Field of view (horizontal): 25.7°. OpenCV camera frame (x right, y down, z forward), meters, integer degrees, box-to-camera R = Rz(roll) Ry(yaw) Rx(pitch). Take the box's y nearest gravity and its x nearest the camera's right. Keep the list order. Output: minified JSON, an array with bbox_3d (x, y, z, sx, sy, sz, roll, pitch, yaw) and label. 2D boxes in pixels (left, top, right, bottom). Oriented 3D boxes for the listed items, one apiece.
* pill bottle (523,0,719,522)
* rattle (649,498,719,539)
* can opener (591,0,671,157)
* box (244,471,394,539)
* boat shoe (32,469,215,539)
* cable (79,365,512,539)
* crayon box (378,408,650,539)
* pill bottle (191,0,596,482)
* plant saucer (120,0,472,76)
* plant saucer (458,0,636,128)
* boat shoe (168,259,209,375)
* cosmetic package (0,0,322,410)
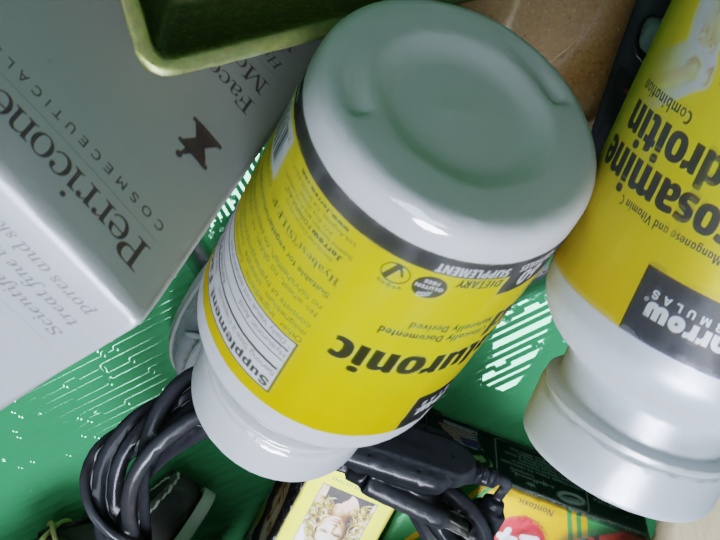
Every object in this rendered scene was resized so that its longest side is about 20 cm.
[{"bbox_3d":[0.135,-0.014,0.572,0.111,0.112,0.201,20,111,-6],"label":"pill bottle"},{"bbox_3d":[0.189,0.147,0.792,0.129,0.143,0.202,4,91,28],"label":"rattle"},{"bbox_3d":[0.124,-0.087,0.648,0.078,0.063,0.201,33,139,14],"label":"can opener"},{"bbox_3d":[-0.038,0.160,0.820,0.050,0.075,0.201,23,112,-8],"label":"box"},{"bbox_3d":[-0.162,0.169,0.829,0.201,0.072,0.061,-43,95,11],"label":"boat shoe"},{"bbox_3d":[-0.036,0.125,0.744,0.199,0.051,0.164,16,118,-8],"label":"cable"},{"bbox_3d":[0.053,0.186,0.838,0.126,0.051,0.201,20,114,-7],"label":"crayon box"},{"bbox_3d":[0.000,0.000,0.617,0.111,0.112,0.200,24,139,-8],"label":"pill bottle"},{"bbox_3d":[-0.023,-0.187,0.600,0.198,0.048,0.201,-17,93,-22],"label":"plant saucer"},{"bbox_3d":[0.041,-0.142,0.701,0.198,0.035,0.202,1,114,2],"label":"plant saucer"},{"bbox_3d":[-0.018,0.013,0.740,0.201,0.065,0.074,-31,124,29],"label":"boat shoe"},{"bbox_3d":[-0.145,-0.067,0.631,0.165,0.200,0.165,-29,112,40],"label":"cosmetic package"}]
